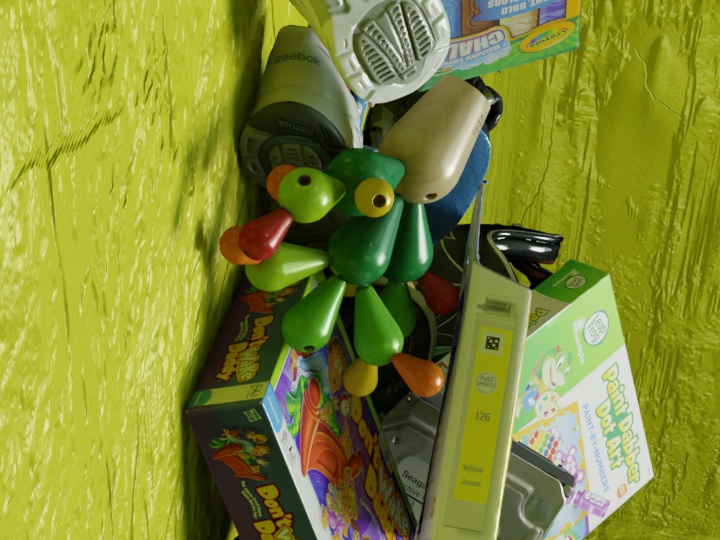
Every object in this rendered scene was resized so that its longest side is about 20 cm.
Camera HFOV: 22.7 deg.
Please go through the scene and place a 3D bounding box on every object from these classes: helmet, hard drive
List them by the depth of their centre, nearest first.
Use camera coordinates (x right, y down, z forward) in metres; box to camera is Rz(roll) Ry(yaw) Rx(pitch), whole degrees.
[{"bbox_3d":[0.036,0.187,1.204,0.200,0.140,0.038,-59,178,14],"label":"hard drive"},{"bbox_3d":[0.081,0.054,1.425,0.191,0.200,0.200,-14,115,-49],"label":"helmet"}]

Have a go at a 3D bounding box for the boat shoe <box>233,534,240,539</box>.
[{"bbox_3d":[-0.046,0.207,1.113,0.200,0.072,0.072,90,4,-65],"label":"boat shoe"}]

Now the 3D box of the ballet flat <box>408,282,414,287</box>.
[{"bbox_3d":[0.000,0.000,1.255,0.200,0.069,0.063,-93,161,-71],"label":"ballet flat"}]

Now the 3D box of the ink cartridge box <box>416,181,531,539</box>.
[{"bbox_3d":[0.070,0.067,1.069,0.198,0.047,0.200,84,18,-81],"label":"ink cartridge box"}]

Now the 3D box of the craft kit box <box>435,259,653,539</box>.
[{"bbox_3d":[0.121,0.126,1.314,0.197,0.048,0.200,-38,128,-28],"label":"craft kit box"}]

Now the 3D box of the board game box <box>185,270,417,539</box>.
[{"bbox_3d":[-0.027,0.113,1.005,0.135,0.045,0.200,-71,147,-54],"label":"board game box"}]

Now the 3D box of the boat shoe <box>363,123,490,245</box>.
[{"bbox_3d":[0.008,-0.039,1.131,0.200,0.084,0.069,-46,-157,32],"label":"boat shoe"}]

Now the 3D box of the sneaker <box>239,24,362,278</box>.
[{"bbox_3d":[-0.021,-0.060,1.024,0.200,0.074,0.087,87,8,-60],"label":"sneaker"}]

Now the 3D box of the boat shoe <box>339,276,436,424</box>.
[{"bbox_3d":[-0.014,0.075,1.109,0.062,0.075,0.200,-55,-178,-39],"label":"boat shoe"}]

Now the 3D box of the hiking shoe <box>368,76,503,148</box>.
[{"bbox_3d":[0.068,-0.143,1.464,0.076,0.101,0.200,89,12,-53],"label":"hiking shoe"}]

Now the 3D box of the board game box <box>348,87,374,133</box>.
[{"bbox_3d":[-0.005,-0.111,1.182,0.158,0.039,0.200,-32,130,-80],"label":"board game box"}]

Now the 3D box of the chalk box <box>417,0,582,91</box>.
[{"bbox_3d":[0.077,-0.215,1.240,0.200,0.124,0.125,86,-13,-58],"label":"chalk box"}]

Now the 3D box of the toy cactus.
[{"bbox_3d":[0.016,-0.026,0.931,0.165,0.102,0.200,-56,144,-9],"label":"toy cactus"}]

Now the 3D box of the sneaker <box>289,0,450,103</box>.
[{"bbox_3d":[-0.027,-0.176,0.890,0.099,0.078,0.200,46,-17,45],"label":"sneaker"}]
